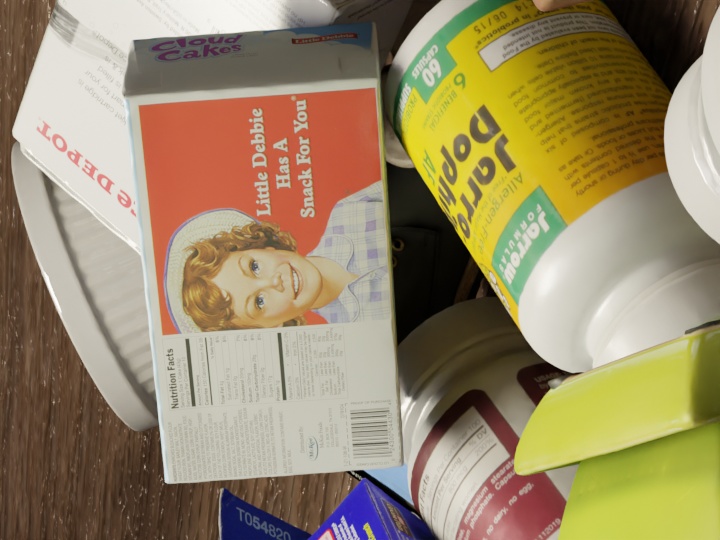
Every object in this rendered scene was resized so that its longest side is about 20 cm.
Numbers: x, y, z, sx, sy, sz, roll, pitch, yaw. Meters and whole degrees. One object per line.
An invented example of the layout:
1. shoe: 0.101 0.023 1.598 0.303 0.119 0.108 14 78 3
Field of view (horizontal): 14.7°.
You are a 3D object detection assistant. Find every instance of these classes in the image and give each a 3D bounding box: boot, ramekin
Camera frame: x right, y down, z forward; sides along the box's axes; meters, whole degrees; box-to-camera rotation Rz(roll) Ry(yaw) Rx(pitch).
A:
1. boot: 0.000 0.000 1.399 0.077 0.138 0.201 3 98 37
2. ramekin: -0.130 -0.010 1.755 0.200 0.105 0.201 -22 -90 -85

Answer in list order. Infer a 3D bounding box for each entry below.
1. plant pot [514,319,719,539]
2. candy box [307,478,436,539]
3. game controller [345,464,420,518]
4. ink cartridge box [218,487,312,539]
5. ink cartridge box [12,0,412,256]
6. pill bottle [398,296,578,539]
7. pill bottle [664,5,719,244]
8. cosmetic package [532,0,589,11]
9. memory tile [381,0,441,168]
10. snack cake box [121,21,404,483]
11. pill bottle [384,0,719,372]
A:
1. plant pot: 0.172 0.105 1.008 0.199 0.199 0.183 151 107 -70
2. candy box: 0.066 0.217 1.355 0.200 0.077 0.169 38 -168 -27
3. game controller: 0.028 0.104 1.529 0.200 0.042 0.105 33 145 36
4. ink cartridge box: 0.003 0.233 1.555 0.041 0.199 0.201 -31 46 34
5. ink cartridge box: -0.072 -0.108 1.368 0.145 0.084 0.201 40 132 16
6. pill bottle: 0.092 0.112 1.335 0.200 0.114 0.115 55 154 40
7. pill bottle: 0.179 -0.070 0.947 0.115 0.114 0.200 69 160 9
8. cosmetic package: 0.110 -0.195 1.064 0.200 0.087 0.104 116 133 -63
9. memory tile: 0.009 -0.160 1.342 0.153 0.017 0.201 41 133 17
10. snack cake box: -0.042 -0.006 1.278 0.067 0.114 0.201 -93 -1 -63
11. pill bottle: 0.100 -0.027 1.198 0.200 0.112 0.113 59 156 33
